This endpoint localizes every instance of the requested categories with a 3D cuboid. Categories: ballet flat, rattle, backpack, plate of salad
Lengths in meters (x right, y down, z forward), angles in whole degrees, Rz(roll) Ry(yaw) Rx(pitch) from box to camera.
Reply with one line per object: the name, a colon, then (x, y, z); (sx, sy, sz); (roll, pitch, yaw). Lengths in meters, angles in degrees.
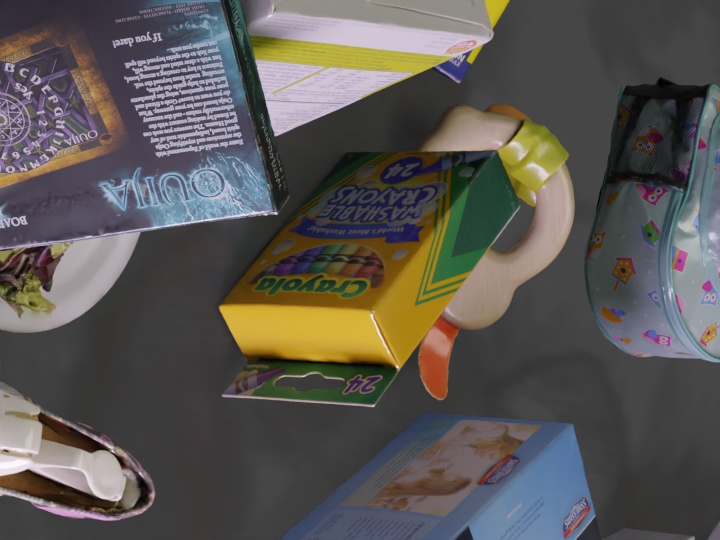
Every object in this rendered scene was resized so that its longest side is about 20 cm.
ballet flat: (-0.186, 0.098, 1.237); (0.200, 0.071, 0.069); (27, 71, -50)
rattle: (0.069, -0.019, 1.602); (0.130, 0.143, 0.200); (11, 99, -21)
backpack: (0.263, -0.028, 1.760); (0.176, 0.153, 0.200); (44, 64, -50)
plate of salad: (-0.179, -0.064, 1.260); (0.200, 0.048, 0.200); (-4, 95, -53)

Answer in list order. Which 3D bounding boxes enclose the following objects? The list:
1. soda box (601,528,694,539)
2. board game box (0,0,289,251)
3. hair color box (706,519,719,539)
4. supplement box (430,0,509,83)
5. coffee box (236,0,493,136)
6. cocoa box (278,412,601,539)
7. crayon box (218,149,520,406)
soda box: (0.183, 0.256, 1.729); (0.200, 0.068, 0.064); (-16, 104, -51)
board game box: (-0.146, -0.080, 1.107); (0.028, 0.200, 0.135); (-62, 142, -63)
hair color box: (0.343, 0.264, 1.906); (0.200, 0.109, 0.065); (-46, 127, -41)
supplement box: (0.054, -0.240, 1.427); (0.109, 0.110, 0.200); (28, 95, -30)
coffee box: (-0.083, -0.189, 1.220); (0.200, 0.198, 0.200); (-3, 75, -54)
cocoa box: (0.056, 0.198, 1.506); (0.200, 0.133, 0.131); (-37, 120, -45)
crayon box: (0.000, 0.000, 1.431); (0.200, 0.126, 0.052); (-53, 130, -37)
